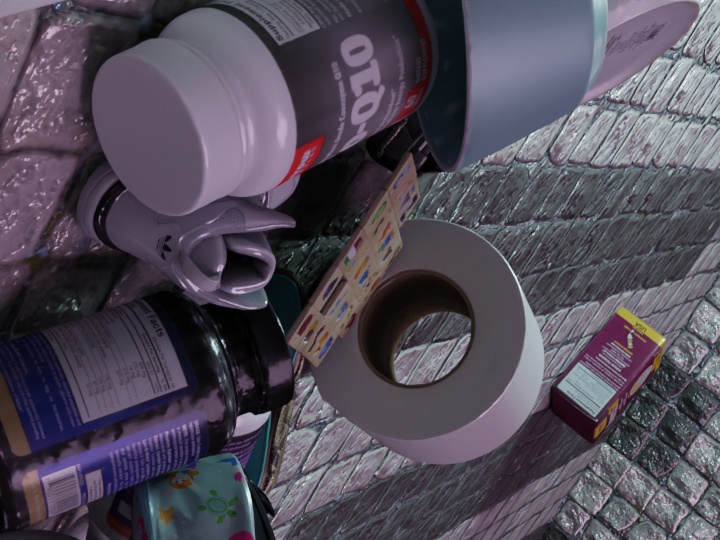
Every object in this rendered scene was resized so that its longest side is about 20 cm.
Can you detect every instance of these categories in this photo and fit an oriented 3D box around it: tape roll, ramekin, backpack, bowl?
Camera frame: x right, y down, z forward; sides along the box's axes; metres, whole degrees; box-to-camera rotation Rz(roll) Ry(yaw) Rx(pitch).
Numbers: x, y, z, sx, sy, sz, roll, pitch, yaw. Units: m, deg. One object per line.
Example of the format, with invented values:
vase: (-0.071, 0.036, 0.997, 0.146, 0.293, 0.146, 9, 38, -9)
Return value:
tape roll: (0.063, 0.069, 1.144, 0.203, 0.202, 0.139, -51, 158, -3)
ramekin: (0.169, -0.205, 0.967, 0.199, 0.105, 0.200, -27, 167, -7)
backpack: (-0.113, 0.228, 0.836, 0.149, 0.201, 0.178, -5, 170, -10)
bowl: (0.093, -0.171, 0.809, 0.104, 0.202, 0.201, -9, 147, -7)

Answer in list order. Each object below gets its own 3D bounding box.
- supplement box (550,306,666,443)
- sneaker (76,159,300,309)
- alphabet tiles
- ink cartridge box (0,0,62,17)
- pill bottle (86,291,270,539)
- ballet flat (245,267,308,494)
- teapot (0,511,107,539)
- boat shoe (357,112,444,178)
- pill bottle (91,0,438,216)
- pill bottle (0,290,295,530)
supplement box: (0.435, 0.185, 2.185, 0.200, 0.103, 0.131, -46, 158, -14)
sneaker: (-0.080, -0.032, 0.814, 0.200, 0.115, 0.075, -17, 135, -55)
alphabet tiles: (0.000, 0.000, 1.000, 0.168, 0.008, 0.200, -57, 170, -6)
ink cartridge box: (-0.136, -0.185, 0.539, 0.116, 0.068, 0.201, -29, 149, -43)
pill bottle: (-0.131, 0.113, 0.945, 0.111, 0.111, 0.201, -20, 142, -53)
ballet flat: (-0.079, 0.096, 1.043, 0.075, 0.067, 0.201, -4, 104, -76)
teapot: (-0.259, 0.290, 0.917, 0.199, 0.199, 0.146, -3, 163, -39)
boat shoe: (0.069, -0.106, 1.070, 0.200, 0.067, 0.072, -8, 130, -62)
pill bottle: (-0.054, -0.113, 0.750, 0.200, 0.114, 0.114, -33, 151, -40)
pill bottle: (-0.148, 0.079, 0.788, 0.199, 0.112, 0.112, -19, 145, -23)
